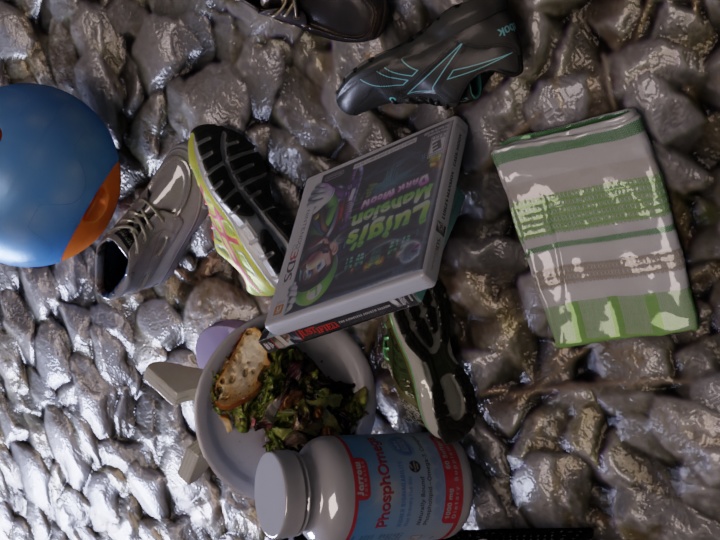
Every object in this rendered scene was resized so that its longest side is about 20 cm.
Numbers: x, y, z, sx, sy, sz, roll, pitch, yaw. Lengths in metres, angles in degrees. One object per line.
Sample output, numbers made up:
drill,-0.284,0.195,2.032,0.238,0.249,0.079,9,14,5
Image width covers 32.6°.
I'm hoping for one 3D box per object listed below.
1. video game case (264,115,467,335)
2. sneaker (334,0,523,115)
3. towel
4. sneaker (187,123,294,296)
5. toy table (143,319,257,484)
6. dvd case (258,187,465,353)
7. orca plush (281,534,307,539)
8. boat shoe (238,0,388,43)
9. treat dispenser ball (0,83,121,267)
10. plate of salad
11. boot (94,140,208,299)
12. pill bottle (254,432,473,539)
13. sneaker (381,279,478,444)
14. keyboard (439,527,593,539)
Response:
video game case,0.004,-0.040,1.143,0.199,0.182,0.023,-19,135,40
sneaker,0.058,-0.174,1.099,0.200,0.075,0.080,-24,97,41
towel,0.204,-0.031,1.084,0.149,0.031,0.201,-10,103,39
sneaker,-0.133,-0.056,1.291,0.090,0.078,0.201,-27,91,47
toy table,-0.133,0.148,1.352,0.199,0.117,0.185,28,123,25
dvd case,0.000,0.000,1.176,0.200,0.146,0.022,-21,122,41
orca plush,-0.103,0.363,1.475,0.105,0.071,0.200,9,131,-17
boat shoe,-0.068,-0.258,1.154,0.199,0.073,0.075,25,123,26
treat dispenser ball,-0.365,-0.104,1.355,0.200,0.201,0.202,15,118,31
plate of salad,-0.071,0.141,1.259,0.048,0.199,0.201,6,117,66
boot,-0.231,-0.047,1.351,0.073,0.095,0.201,38,127,17
pill bottle,0.002,0.216,1.216,0.109,0.199,0.109,-5,84,63
sneaker,0.044,0.077,1.225,0.088,0.077,0.201,-7,103,46
keyboard,0.124,0.271,1.224,0.199,0.104,0.040,-13,103,38
